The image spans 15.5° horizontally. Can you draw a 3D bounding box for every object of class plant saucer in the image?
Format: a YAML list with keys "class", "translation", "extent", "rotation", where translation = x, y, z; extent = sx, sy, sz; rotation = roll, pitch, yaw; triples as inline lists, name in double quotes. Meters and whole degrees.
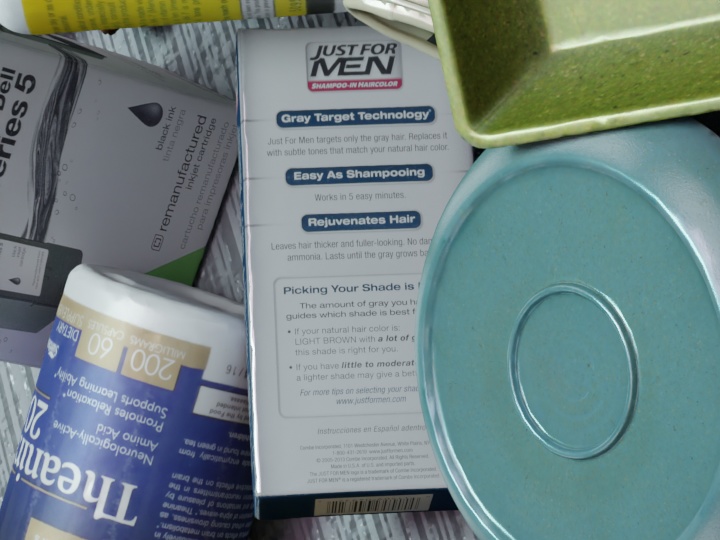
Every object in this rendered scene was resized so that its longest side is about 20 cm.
- class: "plant saucer"
  translation: [0.084, 0.036, 0.968]
  extent: [0.200, 0.027, 0.201]
  rotation: [7, 100, 48]
- class: "plant saucer"
  translation: [0.109, -0.156, 0.922]
  extent: [0.199, 0.048, 0.201]
  rotation: [-8, 99, 31]

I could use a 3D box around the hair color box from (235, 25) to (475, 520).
- class: "hair color box"
  translation: [0.000, 0.000, 1.110]
  extent: [0.100, 0.061, 0.201]
  rotation: [-2, 76, -3]

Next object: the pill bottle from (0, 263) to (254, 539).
- class: "pill bottle"
  translation: [-0.104, 0.106, 1.180]
  extent: [0.111, 0.111, 0.201]
  rotation: [19, 94, 43]

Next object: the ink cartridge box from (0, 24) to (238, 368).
- class: "ink cartridge box"
  translation: [-0.165, -0.037, 1.206]
  extent: [0.084, 0.200, 0.146]
  rotation: [26, 99, 43]

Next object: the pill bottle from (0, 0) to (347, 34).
- class: "pill bottle"
  translation: [-0.098, -0.156, 1.080]
  extent: [0.199, 0.114, 0.115]
  rotation: [-5, 73, -1]

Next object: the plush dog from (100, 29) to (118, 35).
- class: "plush dog"
  translation: [-0.160, -0.205, 1.306]
  extent: [0.171, 0.160, 0.201]
  rotation: [2, 110, 29]

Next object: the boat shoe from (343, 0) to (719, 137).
- class: "boat shoe"
  translation: [0.086, -0.072, 1.027]
  extent: [0.200, 0.071, 0.063]
  rotation: [37, 80, 10]
